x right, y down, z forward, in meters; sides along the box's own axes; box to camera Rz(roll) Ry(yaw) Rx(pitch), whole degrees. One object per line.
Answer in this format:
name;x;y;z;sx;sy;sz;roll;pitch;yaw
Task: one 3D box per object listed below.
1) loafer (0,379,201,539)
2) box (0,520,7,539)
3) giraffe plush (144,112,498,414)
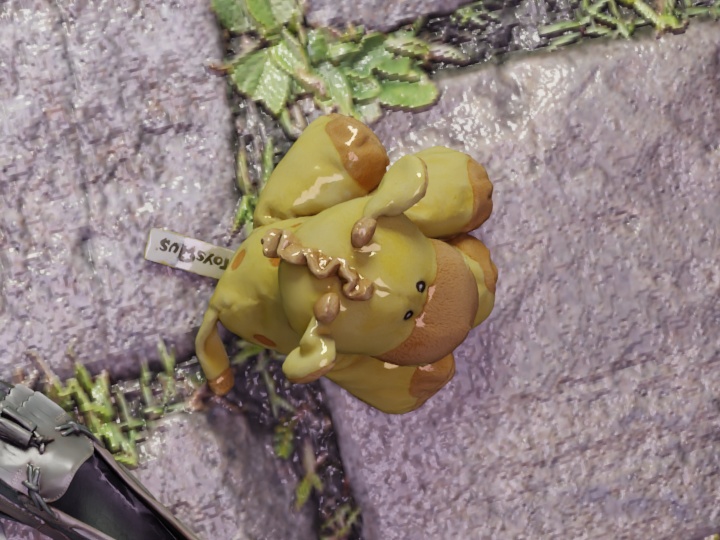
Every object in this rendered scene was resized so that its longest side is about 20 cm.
loafer;-0.150;0.116;1.329;0.200;0.063;0.072;42;53;-18
box;-0.273;0.159;1.246;0.200;0.156;0.041;9;105;-20
giraffe plush;0.000;0.000;1.330;0.200;0.162;0.173;-1;93;-19
